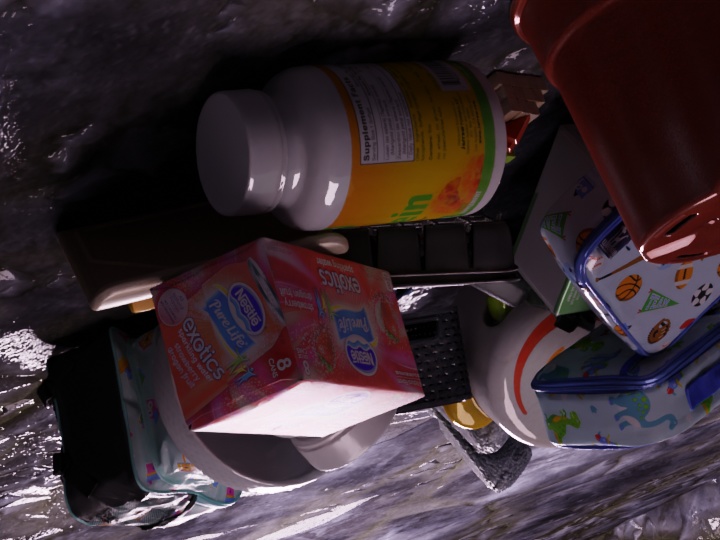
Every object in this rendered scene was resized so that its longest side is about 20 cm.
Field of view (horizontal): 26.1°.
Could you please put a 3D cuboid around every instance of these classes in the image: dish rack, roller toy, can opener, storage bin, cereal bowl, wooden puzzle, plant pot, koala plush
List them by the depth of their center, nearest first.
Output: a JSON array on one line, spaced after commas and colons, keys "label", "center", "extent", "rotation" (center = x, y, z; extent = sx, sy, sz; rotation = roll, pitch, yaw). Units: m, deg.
[{"label": "plant pot", "center": [0.227, -0.123, 1.058], "extent": [0.198, 0.197, 0.201], "rotation": [-17, 162, -6]}, {"label": "wooden puzzle", "center": [-0.120, -0.015, 1.138], "extent": [0.183, 0.038, 0.200], "rotation": [-13, -163, -15]}, {"label": "dish rack", "center": [0.044, -0.021, 1.268], "extent": [0.151, 0.055, 0.200], "rotation": [-2, -175, -2]}, {"label": "cereal bowl", "center": [-0.100, 0.102, 1.366], "extent": [0.198, 0.203, 0.083], "rotation": [-3, 163, -39]}, {"label": "can opener", "center": [0.143, -0.001, 1.424], "extent": [0.198, 0.053, 0.067], "rotation": [23, 122, -17]}, {"label": "storage bin", "center": [0.007, 0.099, 1.552], "extent": [0.134, 0.095, 0.199], "rotation": [-8, 175, -28]}, {"label": "roller toy", "center": [0.182, 0.074, 1.567], "extent": [0.180, 0.140, 0.202], "rotation": [3, 109, -25]}, {"label": "koala plush", "center": [0.168, 0.106, 1.760], "extent": [0.199, 0.184, 0.178], "rotation": [-37, 151, -10]}]

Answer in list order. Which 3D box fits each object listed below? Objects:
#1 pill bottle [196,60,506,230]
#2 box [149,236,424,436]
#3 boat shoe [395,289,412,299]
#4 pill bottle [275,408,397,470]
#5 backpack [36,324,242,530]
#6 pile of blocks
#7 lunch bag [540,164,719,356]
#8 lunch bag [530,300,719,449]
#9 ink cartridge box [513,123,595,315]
[{"label": "pill bottle", "center": [-0.008, -0.086, 1.072], "extent": [0.198, 0.112, 0.111], "rotation": [-7, 158, -31]}, {"label": "box", "center": [-0.045, 0.052, 1.072], "extent": [0.094, 0.104, 0.199], "rotation": [-23, 163, 21]}, {"label": "boat shoe", "center": [0.000, 0.000, 1.400], "extent": [0.068, 0.085, 0.200], "rotation": [-23, 177, 13]}, {"label": "pill bottle", "center": [-0.065, 0.063, 1.273], "extent": [0.113, 0.115, 0.200], "rotation": [-28, 115, 29]}, {"label": "backpack", "center": [-0.186, 0.149, 1.457], "extent": [0.152, 0.178, 0.200], "rotation": [-23, 156, 13]}, {"label": "pile of blocks", "center": [0.062, -0.084, 1.223], "extent": [0.198, 0.063, 0.082], "rotation": [-25, 160, 20]}, {"label": "lunch bag", "center": [0.243, -0.030, 1.266], "extent": [0.160, 0.076, 0.200], "rotation": [-41, 139, 2]}, {"label": "lunch bag", "center": [0.267, 0.088, 1.406], "extent": [0.199, 0.083, 0.160], "rotation": [-28, -165, -38]}, {"label": "ink cartridge box", "center": [0.249, -0.051, 1.372], "extent": [0.198, 0.088, 0.147], "rotation": [-6, 129, -31]}]
